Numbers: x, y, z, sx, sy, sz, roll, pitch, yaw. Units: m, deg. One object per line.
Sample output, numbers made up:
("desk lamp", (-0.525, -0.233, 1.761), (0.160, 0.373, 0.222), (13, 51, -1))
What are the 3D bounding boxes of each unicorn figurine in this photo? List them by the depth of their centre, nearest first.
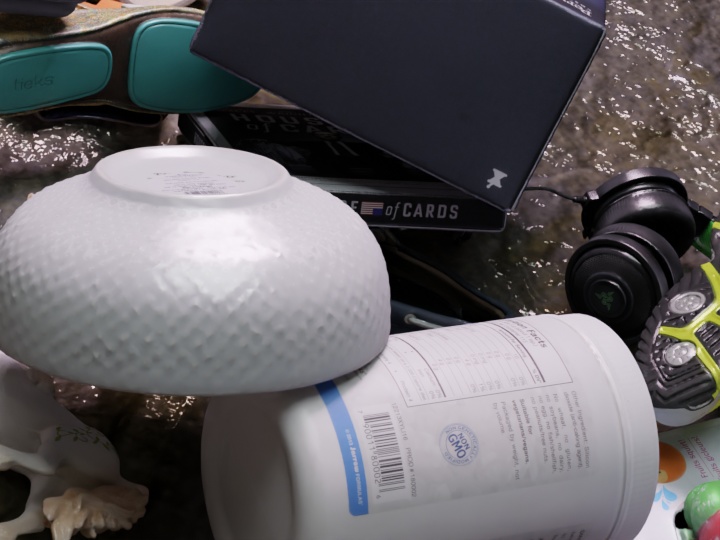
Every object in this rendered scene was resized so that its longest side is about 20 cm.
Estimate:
("unicorn figurine", (-0.180, 0.069, 1.302), (0.137, 0.074, 0.200), (-15, 61, -47))

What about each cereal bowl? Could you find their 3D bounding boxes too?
("cereal bowl", (-0.083, -0.010, 1.253), (0.200, 0.083, 0.200), (3, 17, -1))

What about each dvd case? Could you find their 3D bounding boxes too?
("dvd case", (-0.015, -0.062, 1.490), (0.150, 0.025, 0.200), (2, 18, -16))

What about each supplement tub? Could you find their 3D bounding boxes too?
("supplement tub", (0.033, 0.095, 1.288), (0.200, 0.132, 0.132), (-6, 43, -28))

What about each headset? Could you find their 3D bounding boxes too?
("headset", (0.152, -0.003, 1.523), (0.200, 0.094, 0.124), (30, 38, -8))

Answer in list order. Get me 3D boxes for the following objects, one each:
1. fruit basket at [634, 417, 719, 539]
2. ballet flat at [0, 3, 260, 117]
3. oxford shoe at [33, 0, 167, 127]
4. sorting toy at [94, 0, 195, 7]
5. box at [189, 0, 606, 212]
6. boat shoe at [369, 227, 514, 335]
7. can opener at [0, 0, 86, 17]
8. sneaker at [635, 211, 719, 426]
("fruit basket", (0.233, 0.134, 1.346), (0.200, 0.094, 0.185), (-7, 43, -23))
("ballet flat", (-0.149, -0.127, 1.492), (0.200, 0.071, 0.071), (-7, 43, -32))
("oxford shoe", (-0.204, -0.135, 1.539), (0.200, 0.071, 0.073), (11, 42, -8))
("sorting toy", (-0.206, -0.239, 1.612), (0.180, 0.200, 0.107), (22, 69, 28))
("box", (0.029, -0.146, 1.451), (0.200, 0.123, 0.198), (26, 16, -2))
("boat shoe", (0.000, 0.000, 1.450), (0.200, 0.062, 0.075), (36, 41, 23))
("can opener", (-0.243, -0.153, 1.395), (0.200, 0.053, 0.067), (-2, 81, -28))
("sneaker", (0.216, 0.030, 1.427), (0.075, 0.076, 0.200), (3, 34, 34))
